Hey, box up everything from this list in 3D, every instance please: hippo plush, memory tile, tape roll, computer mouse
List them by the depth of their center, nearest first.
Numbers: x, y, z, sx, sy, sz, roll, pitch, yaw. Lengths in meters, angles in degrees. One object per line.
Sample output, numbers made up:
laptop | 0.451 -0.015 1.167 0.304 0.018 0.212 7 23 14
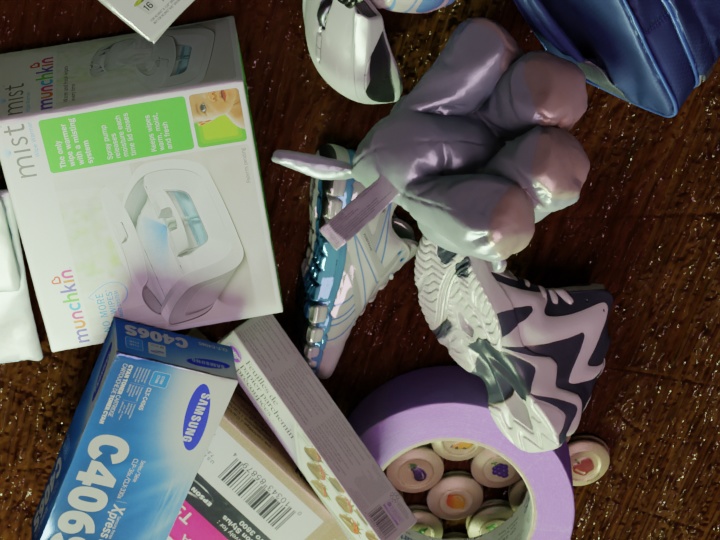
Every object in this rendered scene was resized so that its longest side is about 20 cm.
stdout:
computer mouse | -0.015 -0.164 1.189 0.044 0.110 0.200 -38 152 -9
hippo plush | 0.082 -0.052 1.220 0.199 0.160 0.161 -36 150 4
tape roll | 0.074 0.181 1.462 0.198 0.066 0.202 1 116 3
memory tile | 0.099 0.179 1.521 0.200 0.017 0.153 -40 120 20

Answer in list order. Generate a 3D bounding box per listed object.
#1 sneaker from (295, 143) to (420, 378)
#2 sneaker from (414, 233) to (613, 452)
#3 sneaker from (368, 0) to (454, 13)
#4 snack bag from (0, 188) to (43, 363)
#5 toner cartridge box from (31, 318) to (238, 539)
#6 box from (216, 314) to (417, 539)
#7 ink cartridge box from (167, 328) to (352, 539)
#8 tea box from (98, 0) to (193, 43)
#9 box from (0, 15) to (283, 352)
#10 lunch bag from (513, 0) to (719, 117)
sneaker | 0.000 0.000 1.351 0.086 0.075 0.201 1 125 -15
sneaker | 0.128 0.025 1.375 0.079 0.130 0.200 -20 108 51
sneaker | 0.051 -0.261 1.150 0.072 0.072 0.201 -6 127 -30
snack bag | -0.336 0.023 1.310 0.187 0.022 0.201 -9 142 -9
toner cartridge box | -0.169 0.136 1.322 0.094 0.043 0.201 14 120 -20
box | -0.034 0.123 1.352 0.201 0.041 0.039 54 144 1
ink cartridge box | -0.117 0.173 1.412 0.200 0.075 0.165 42 114 -6
tea box | -0.130 -0.289 1.090 0.200 0.134 0.196 -40 120 20
box | -0.157 -0.061 1.272 0.175 0.097 0.201 -9 127 -3
lunch bag | 0.162 -0.201 1.148 0.133 0.136 0.200 -51 133 -11
